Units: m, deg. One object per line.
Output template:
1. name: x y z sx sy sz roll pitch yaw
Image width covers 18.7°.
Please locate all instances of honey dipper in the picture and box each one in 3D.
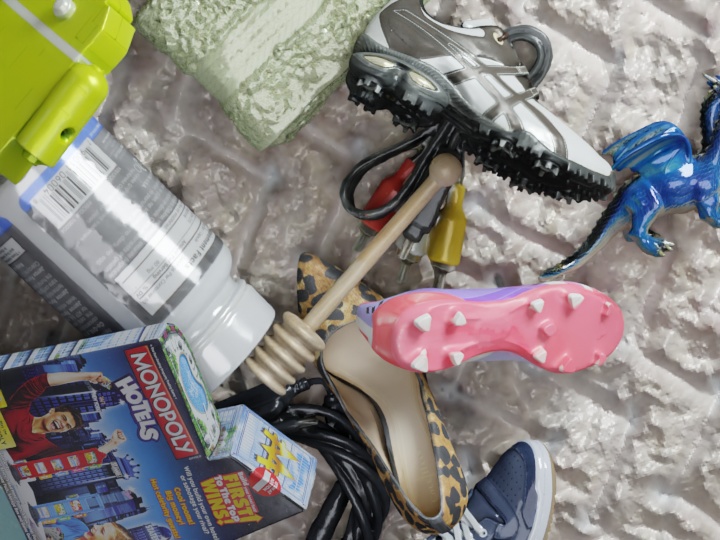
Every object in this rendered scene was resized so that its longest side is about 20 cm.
1. honey dipper: 0.000 0.000 1.488 0.038 0.038 0.200 42 93 -10

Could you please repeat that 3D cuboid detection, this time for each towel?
1. towel: -0.044 -0.193 1.484 0.148 0.037 0.200 44 101 -10

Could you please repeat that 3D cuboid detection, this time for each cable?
1. cable: 0.057 -0.088 1.521 0.097 0.050 0.201 27 92 6
2. cable: -0.082 0.170 1.585 0.199 0.051 0.164 -24 109 4

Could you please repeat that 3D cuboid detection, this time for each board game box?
1. board game box: -0.140 0.120 1.468 0.199 0.062 0.201 -12 119 14

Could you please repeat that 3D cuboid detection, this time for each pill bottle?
1. pill bottle: -0.160 -0.006 1.497 0.114 0.114 0.200 -43 101 11

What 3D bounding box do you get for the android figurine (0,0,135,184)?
1. android figurine: -0.227 -0.140 1.444 0.200 0.182 0.041 -50 140 2

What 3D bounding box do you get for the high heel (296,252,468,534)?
1. high heel: 0.014 0.083 1.503 0.071 0.143 0.201 -29 104 4

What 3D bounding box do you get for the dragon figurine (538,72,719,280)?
1. dragon figurine: 0.202 -0.067 1.504 0.199 0.059 0.100 -21 104 6

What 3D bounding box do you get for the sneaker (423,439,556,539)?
1. sneaker: 0.058 0.203 1.560 0.108 0.070 0.201 15 109 -26

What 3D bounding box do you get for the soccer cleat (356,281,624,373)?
1. soccer cleat: 0.093 0.036 1.518 0.199 0.076 0.067 -4 108 -32

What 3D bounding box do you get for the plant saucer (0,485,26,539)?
1. plant saucer: -0.304 0.198 1.571 0.199 0.036 0.201 8 122 12

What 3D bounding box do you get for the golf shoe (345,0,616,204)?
1. golf shoe: 0.092 -0.118 1.454 0.199 0.078 0.095 28 72 -9
